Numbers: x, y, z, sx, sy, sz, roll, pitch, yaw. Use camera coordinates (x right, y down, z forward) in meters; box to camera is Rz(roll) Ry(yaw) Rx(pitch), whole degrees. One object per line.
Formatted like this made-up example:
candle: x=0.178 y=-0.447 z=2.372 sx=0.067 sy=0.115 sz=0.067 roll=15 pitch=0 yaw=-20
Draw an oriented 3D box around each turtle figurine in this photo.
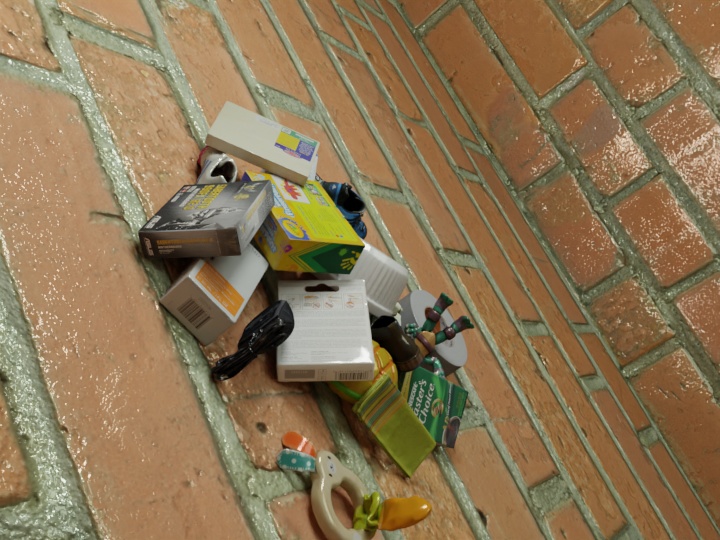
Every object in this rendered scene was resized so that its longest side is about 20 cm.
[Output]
turtle figurine: x=0.131 y=0.149 z=1.586 sx=0.150 sy=0.200 sz=0.101 roll=49 pitch=-12 yaw=-28

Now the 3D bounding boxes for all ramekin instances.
ramekin: x=0.000 y=0.000 z=1.509 sx=0.199 sy=0.105 sz=0.200 roll=34 pitch=2 yaw=-2

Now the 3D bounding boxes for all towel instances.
towel: x=0.064 y=0.272 z=1.346 sx=0.018 sy=0.086 sz=0.200 roll=22 pitch=-29 yaw=54

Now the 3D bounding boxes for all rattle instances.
rattle: x=-0.016 y=0.306 z=1.144 sx=0.130 sy=0.143 sz=0.201 roll=-25 pitch=85 yaw=-47

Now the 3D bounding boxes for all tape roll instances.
tape roll: x=0.153 y=0.142 z=1.740 sx=0.200 sy=0.066 sz=0.201 roll=41 pitch=28 yaw=-27

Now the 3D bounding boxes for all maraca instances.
maraca: x=-0.021 y=0.165 z=1.356 sx=0.199 sy=0.107 sz=0.138 roll=25 pitch=31 yaw=-16

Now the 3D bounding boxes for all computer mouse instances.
computer mouse: x=-0.147 y=0.105 z=1.203 sx=0.053 sy=0.138 sz=0.200 roll=52 pitch=12 yaw=-9

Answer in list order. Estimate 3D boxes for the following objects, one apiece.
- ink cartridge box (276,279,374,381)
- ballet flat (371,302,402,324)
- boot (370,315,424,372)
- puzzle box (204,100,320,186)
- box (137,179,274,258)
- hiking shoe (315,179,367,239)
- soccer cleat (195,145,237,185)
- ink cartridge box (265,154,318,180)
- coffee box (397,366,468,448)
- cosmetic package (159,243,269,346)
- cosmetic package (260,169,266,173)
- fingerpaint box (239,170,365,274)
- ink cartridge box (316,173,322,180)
ink cartridge box: x=-0.063 y=0.099 z=1.322 sx=0.159 sy=0.050 sz=0.201 roll=0 pitch=40 yaw=-6
ballet flat: x=0.058 y=0.101 z=1.622 sx=0.074 sy=0.074 sz=0.201 roll=41 pitch=27 yaw=-25
boot: x=0.041 y=0.115 z=1.455 sx=0.200 sy=0.075 sz=0.097 roll=17 pitch=-40 yaw=59
puzzle box: x=-0.179 y=-0.238 z=1.458 sx=0.199 sy=0.026 sz=0.133 roll=23 pitch=38 yaw=-8
box: x=-0.238 y=-0.084 z=1.233 sx=0.200 sy=0.157 sz=0.049 roll=-70 pitch=154 yaw=-61
hiking shoe: x=-0.024 y=-0.109 z=1.564 sx=0.200 sy=0.086 sz=0.075 roll=45 pitch=54 yaw=-55
soccer cleat: x=-0.252 y=-0.182 z=1.412 sx=0.070 sy=0.086 sz=0.201 roll=39 pitch=26 yaw=-28
ink cartridge box: x=-0.142 y=-0.154 z=1.523 sx=0.099 sy=0.039 sz=0.202 roll=24 pitch=64 yaw=-33
coffee box: x=0.123 y=0.258 z=1.488 sx=0.200 sy=0.044 sz=0.124 roll=32 pitch=69 yaw=-40
cosmetic package: x=-0.223 y=0.017 z=1.223 sx=0.101 sy=0.071 sz=0.200 roll=47 pitch=24 yaw=-15
cosmetic package: x=-0.125 y=-0.137 z=1.594 sx=0.200 sy=0.050 sz=0.083 roll=41 pitch=56 yaw=-25
fingerpaint box: x=-0.113 y=-0.084 z=1.389 sx=0.166 sy=0.074 sz=0.200 roll=3 pitch=38 yaw=-40
ink cartridge box: x=-0.130 y=-0.198 z=1.722 sx=0.095 sy=0.037 sz=0.200 roll=45 pitch=24 yaw=-19
